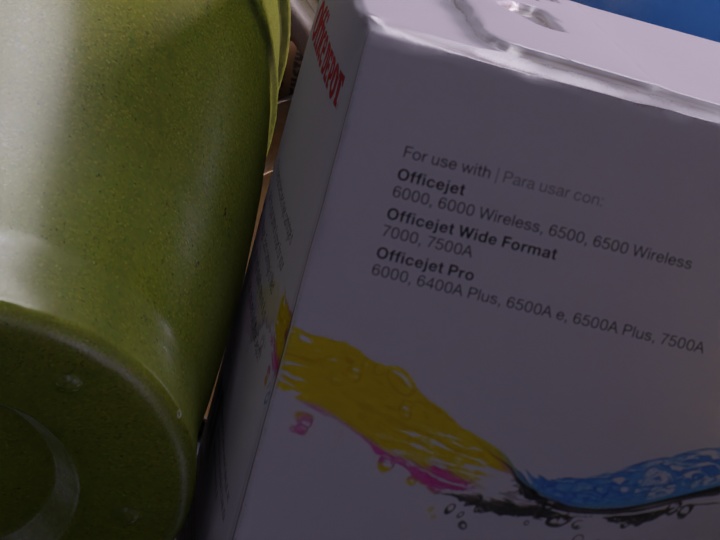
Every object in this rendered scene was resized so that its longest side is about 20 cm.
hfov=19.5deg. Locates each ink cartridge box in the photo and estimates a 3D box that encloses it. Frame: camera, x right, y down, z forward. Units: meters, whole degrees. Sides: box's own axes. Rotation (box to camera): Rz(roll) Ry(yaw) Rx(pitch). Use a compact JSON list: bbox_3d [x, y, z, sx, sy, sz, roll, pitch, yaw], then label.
[{"bbox_3d":[0.039,0.031,0.578,0.144,0.200,0.147,13,15,-8],"label":"ink cartridge box"}]

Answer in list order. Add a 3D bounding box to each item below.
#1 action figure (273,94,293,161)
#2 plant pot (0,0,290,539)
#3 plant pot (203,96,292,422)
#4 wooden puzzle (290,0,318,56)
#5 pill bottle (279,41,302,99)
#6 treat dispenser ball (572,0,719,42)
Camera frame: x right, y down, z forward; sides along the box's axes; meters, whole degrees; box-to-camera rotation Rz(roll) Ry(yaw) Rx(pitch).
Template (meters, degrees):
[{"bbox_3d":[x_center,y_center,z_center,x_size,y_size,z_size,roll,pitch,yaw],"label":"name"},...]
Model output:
[{"bbox_3d":[-0.080,-0.065,0.983,0.200,0.105,0.193,16,-13,-18],"label":"action figure"},{"bbox_3d":[-0.113,-0.009,0.582,0.200,0.201,0.193,11,42,-17],"label":"plant pot"},{"bbox_3d":[0.000,0.000,0.826,0.200,0.028,0.200,-4,45,4],"label":"plant pot"},{"bbox_3d":[-0.006,-0.184,0.961,0.200,0.037,0.185,-20,70,-49],"label":"wooden puzzle"},{"bbox_3d":[-0.053,-0.107,1.183,0.200,0.115,0.114,11,15,-16],"label":"pill bottle"},{"bbox_3d":[0.177,-0.083,0.886,0.201,0.201,0.201,14,14,-4],"label":"treat dispenser ball"}]
